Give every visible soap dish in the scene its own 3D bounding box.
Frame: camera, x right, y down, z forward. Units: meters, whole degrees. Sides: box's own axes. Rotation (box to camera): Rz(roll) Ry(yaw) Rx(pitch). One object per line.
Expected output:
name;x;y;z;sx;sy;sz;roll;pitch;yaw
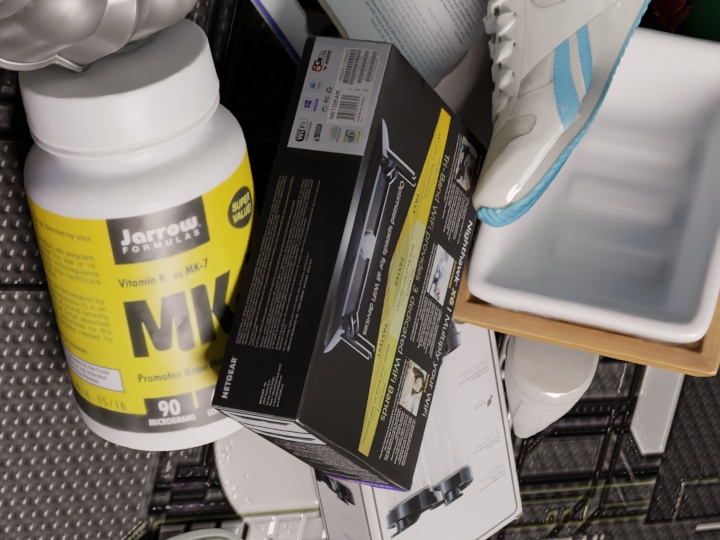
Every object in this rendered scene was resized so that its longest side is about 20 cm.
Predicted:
soap dish;0.150;-0.041;1.296;0.081;0.156;0.201;69;36;-64

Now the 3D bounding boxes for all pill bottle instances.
pill bottle;-0.107;-0.020;1.144;0.114;0.114;0.201;-29;126;-29

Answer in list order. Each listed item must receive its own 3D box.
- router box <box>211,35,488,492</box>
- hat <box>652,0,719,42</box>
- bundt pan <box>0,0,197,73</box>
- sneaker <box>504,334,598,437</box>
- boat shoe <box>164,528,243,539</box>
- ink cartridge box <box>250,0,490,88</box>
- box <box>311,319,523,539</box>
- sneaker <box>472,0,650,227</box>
router box;0.000;0.000;1.180;0.157;0.052;0.201;41;61;-61
hat;0.186;-0.186;1.390;0.166;0.175;0.200;-63;-179;-40
bundt pan;-0.129;-0.192;1.031;0.201;0.076;0.203;-1;92;-35
sneaker;0.129;0.012;1.397;0.089;0.075;0.201;104;10;-59
boat shoe;-0.135;0.218;1.267;0.200;0.076;0.060;-34;167;-37
ink cartridge box;0.014;-0.194;1.224;0.200;0.043;0.197;-48;134;-12
box;0.026;0.085;1.348;0.116;0.060;0.201;-31;127;-28
sneaker;0.100;-0.117;1.238;0.077;0.080;0.201;118;-3;-74
